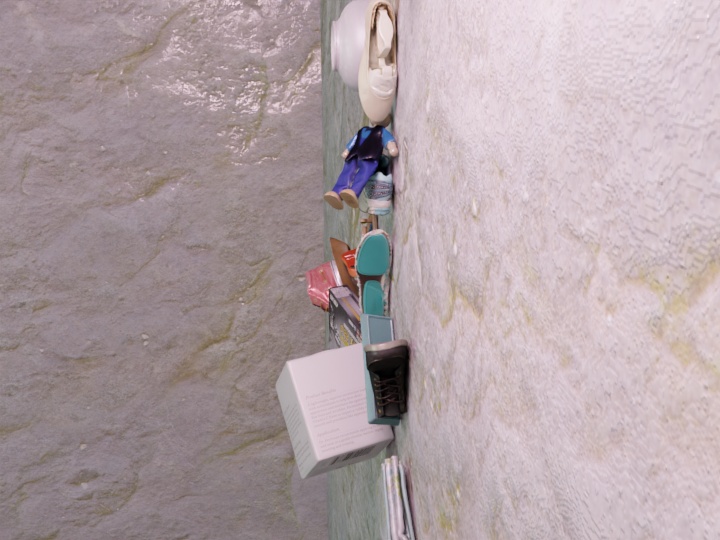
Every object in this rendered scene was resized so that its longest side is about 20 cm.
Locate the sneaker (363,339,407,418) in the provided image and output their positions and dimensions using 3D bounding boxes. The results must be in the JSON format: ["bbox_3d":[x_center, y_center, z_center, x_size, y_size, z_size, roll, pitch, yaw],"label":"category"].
[{"bbox_3d":[0.050,0.181,1.392,0.200,0.073,0.108,77,-176,-72],"label":"sneaker"}]

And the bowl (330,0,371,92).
[{"bbox_3d":[-0.012,-0.446,1.676,0.201,0.089,0.205,178,90,-85],"label":"bowl"}]

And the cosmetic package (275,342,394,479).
[{"bbox_3d":[-0.056,0.276,1.654,0.165,0.162,0.203,120,135,-61],"label":"cosmetic package"}]

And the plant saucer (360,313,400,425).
[{"bbox_3d":[0.038,0.175,1.514,0.019,0.069,0.204,-30,57,51],"label":"plant saucer"}]

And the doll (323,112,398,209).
[{"bbox_3d":[0.010,-0.200,1.464,0.048,0.135,0.202,43,-121,-36],"label":"doll"}]

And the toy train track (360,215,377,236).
[{"bbox_3d":[0.013,-0.113,1.797,0.200,0.032,0.117,103,165,-71],"label":"toy train track"}]

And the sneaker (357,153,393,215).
[{"bbox_3d":[0.026,-0.185,1.544,0.201,0.076,0.087,-111,31,-52],"label":"sneaker"}]

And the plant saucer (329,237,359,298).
[{"bbox_3d":[-0.021,0.014,1.933,0.200,0.035,0.203,-19,-89,-86],"label":"plant saucer"}]

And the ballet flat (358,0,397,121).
[{"bbox_3d":[0.034,-0.353,1.406,0.069,0.068,0.204,-129,38,-80],"label":"ballet flat"}]

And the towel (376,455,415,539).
[{"bbox_3d":[0.061,0.437,1.444,0.172,0.047,0.203,94,173,-64],"label":"towel"}]

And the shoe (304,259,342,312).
[{"bbox_3d":[-0.064,0.079,1.946,0.072,0.090,0.203,58,-167,-71],"label":"shoe"}]

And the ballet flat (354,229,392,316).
[{"bbox_3d":[0.022,0.000,1.572,0.072,0.070,0.203,-101,12,-55],"label":"ballet flat"}]

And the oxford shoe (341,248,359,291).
[{"bbox_3d":[0.000,0.000,1.800,0.200,0.070,0.074,-89,-15,-73],"label":"oxford shoe"}]

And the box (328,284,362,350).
[{"bbox_3d":[-0.012,0.147,1.769,0.200,0.048,0.161,-130,36,-52],"label":"box"}]
